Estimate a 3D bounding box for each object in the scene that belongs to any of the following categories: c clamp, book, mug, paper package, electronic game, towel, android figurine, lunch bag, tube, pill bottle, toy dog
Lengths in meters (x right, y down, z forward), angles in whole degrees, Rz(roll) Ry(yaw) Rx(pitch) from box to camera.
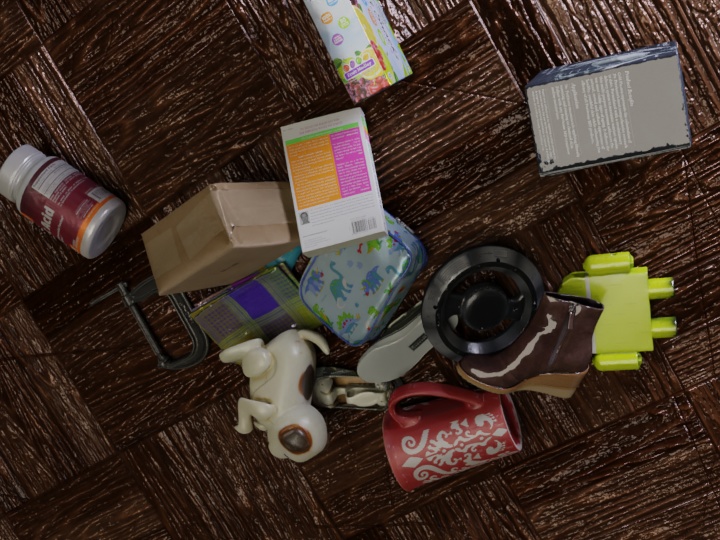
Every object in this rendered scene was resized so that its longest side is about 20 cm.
[{"bbox_3d":[-0.362,0.095,1.715,0.169,0.027,0.202,-33,94,19],"label":"c clamp"},{"bbox_3d":[-0.040,-0.136,1.474,0.131,0.048,0.204,-14,74,12],"label":"book"},{"bbox_3d":[0.141,0.255,1.533,0.196,0.177,0.136,-19,61,17],"label":"mug"},{"bbox_3d":[-0.208,-0.052,1.500,0.198,0.189,0.105,-28,78,37],"label":"paper package"},{"bbox_3d":[0.188,0.054,1.483,0.195,0.042,0.204,-5,117,-9],"label":"electronic game"},{"bbox_3d":[-0.173,0.078,1.625,0.197,0.023,0.145,-25,118,22],"label":"towel"},{"bbox_3d":[0.375,0.063,1.463,0.195,0.041,0.186,-3,106,17],"label":"android figurine"},{"bbox_3d":[0.000,0.000,1.527,0.160,0.082,0.202,38,114,18],"label":"lunch bag"},{"bbox_3d":[-0.129,-0.032,1.591,0.077,0.050,0.202,40,119,14],"label":"tube"},{"bbox_3d":[-0.508,-0.120,1.641,0.198,0.114,0.115,33,114,5],"label":"pill bottle"},{"bbox_3d":[-0.116,0.212,1.580,0.190,0.139,0.204,-20,73,11],"label":"toy dog"}]

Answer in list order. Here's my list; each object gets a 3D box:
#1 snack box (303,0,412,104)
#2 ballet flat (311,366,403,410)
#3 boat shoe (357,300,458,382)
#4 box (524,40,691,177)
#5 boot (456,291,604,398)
[{"bbox_3d":[-0.009,-0.351,1.381,0.067,0.169,0.203,-23,99,19],"label":"snack box"},{"bbox_3d":[-0.027,0.201,1.617,0.196,0.072,0.074,-1,107,18],"label":"ballet flat"},{"bbox_3d":[0.076,0.108,1.559,0.199,0.064,0.071,-37,117,19],"label":"boat shoe"},{"bbox_3d":[0.334,-0.220,1.297,0.192,0.200,0.127,-8,104,19],"label":"box"},{"bbox_3d":[0.252,0.103,1.446,0.195,0.073,0.169,8,118,-3],"label":"boot"}]
